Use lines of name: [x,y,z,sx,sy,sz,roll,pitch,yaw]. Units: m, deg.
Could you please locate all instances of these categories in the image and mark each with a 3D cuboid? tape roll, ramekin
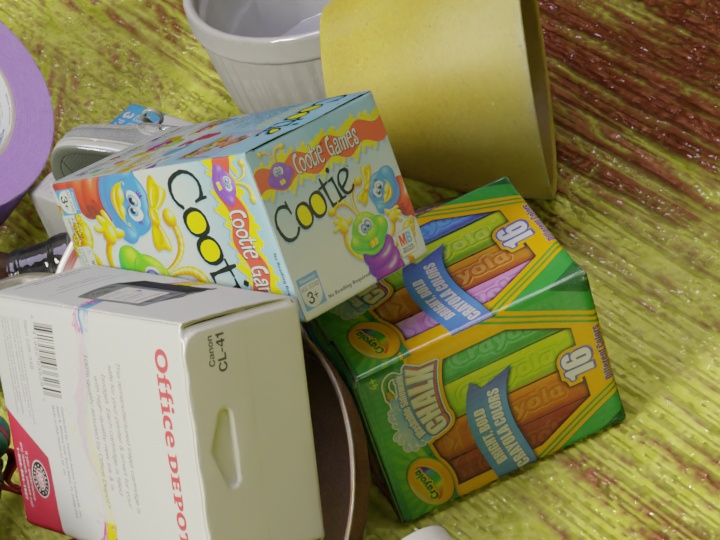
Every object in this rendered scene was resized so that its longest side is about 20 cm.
tape roll: [-0.326,-0.112,1.649,0.066,0.200,0.200,-45,13,47]
ramekin: [-0.025,-0.190,1.721,0.199,0.105,0.200,-11,38,9]

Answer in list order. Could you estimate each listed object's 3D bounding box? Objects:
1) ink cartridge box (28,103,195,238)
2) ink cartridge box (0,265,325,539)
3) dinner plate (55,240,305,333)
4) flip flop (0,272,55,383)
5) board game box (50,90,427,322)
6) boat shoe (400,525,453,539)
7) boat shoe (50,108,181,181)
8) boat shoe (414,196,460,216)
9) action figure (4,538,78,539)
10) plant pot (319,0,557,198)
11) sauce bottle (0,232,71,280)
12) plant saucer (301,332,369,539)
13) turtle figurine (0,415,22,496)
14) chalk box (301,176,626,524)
ink cartridge box: [-0.125,-0.042,1.625,0.200,0.068,0.115,20,53,39]
ink cartridge box: [-0.118,0.082,1.291,0.085,0.148,0.200,-17,16,-39]
dinner plate: [-0.116,0.035,1.483,0.200,0.024,0.201,-4,80,25]
flip flop: [-0.194,0.039,1.547,0.199,0.058,0.081,5,76,22]
board game box: [-0.074,-0.031,1.345,0.105,0.103,0.200,-29,15,-37]
boat shoe: [-0.011,0.224,1.250,0.200,0.074,0.060,-36,55,-14]
boat shoe: [-0.108,-0.068,1.539,0.201,0.075,0.065,7,48,-4]
boat shoe: [0.000,0.000,1.521,0.200,0.065,0.071,-31,39,-14]
action figure: [-0.148,0.195,1.349,0.099,0.065,0.200,-44,44,-18]
plant pot: [0.051,-0.139,1.550,0.142,0.200,0.200,-8,39,9]
sauce bottle: [-0.297,0.020,1.629,0.199,0.065,0.065,-18,37,2]
plant saucer: [-0.056,0.127,1.328,0.034,0.201,0.200,8,18,-39]
turtle figurine: [-0.279,0.143,1.426,0.100,0.150,0.200,21,59,15]
chalk box: [0.039,0.057,1.388,0.200,0.125,0.124,-26,37,-7]
